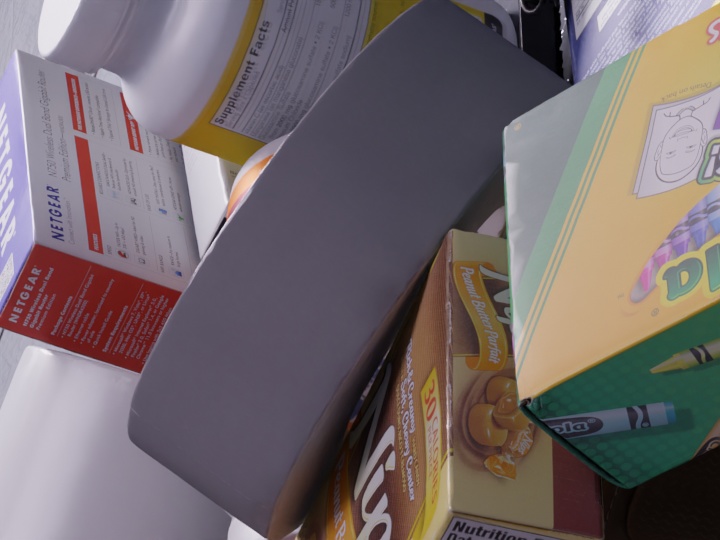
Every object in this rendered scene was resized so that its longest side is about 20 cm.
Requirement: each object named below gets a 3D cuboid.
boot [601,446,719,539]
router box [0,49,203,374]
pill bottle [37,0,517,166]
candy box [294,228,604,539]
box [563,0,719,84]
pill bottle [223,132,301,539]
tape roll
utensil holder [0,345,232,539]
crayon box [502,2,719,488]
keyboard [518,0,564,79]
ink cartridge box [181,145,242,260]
[{"bbox_3d":[0.090,0.069,0.988,0.200,0.074,0.155,-63,17,15],"label":"boot"},{"bbox_3d":[-0.090,-0.016,1.387,0.049,0.179,0.200,-62,21,24],"label":"router box"},{"bbox_3d":[-0.038,-0.101,1.291,0.112,0.200,0.112,-54,25,40],"label":"pill bottle"},{"bbox_3d":[0.024,0.094,0.977,0.200,0.055,0.116,114,162,-48],"label":"candy box"},{"bbox_3d":[0.122,-0.118,1.124,0.121,0.032,0.200,-56,23,38],"label":"box"},{"bbox_3d":[-0.007,0.046,1.205,0.113,0.113,0.200,-49,30,47],"label":"pill bottle"},{"bbox_3d":[0.000,0.000,1.046,0.200,0.066,0.200,-54,-8,-12],"label":"tape roll"},{"bbox_3d":[-0.113,0.152,1.316,0.170,0.170,0.200,1,72,70],"label":"utensil holder"},{"bbox_3d":[0.138,-0.031,0.856,0.200,0.058,0.119,-29,41,28],"label":"crayon box"},{"bbox_3d":[0.074,-0.120,1.185,0.127,0.021,0.200,81,-174,-65],"label":"keyboard"},{"bbox_3d":[-0.036,-0.056,1.400,0.200,0.099,0.039,-101,34,-56],"label":"ink cartridge box"}]
